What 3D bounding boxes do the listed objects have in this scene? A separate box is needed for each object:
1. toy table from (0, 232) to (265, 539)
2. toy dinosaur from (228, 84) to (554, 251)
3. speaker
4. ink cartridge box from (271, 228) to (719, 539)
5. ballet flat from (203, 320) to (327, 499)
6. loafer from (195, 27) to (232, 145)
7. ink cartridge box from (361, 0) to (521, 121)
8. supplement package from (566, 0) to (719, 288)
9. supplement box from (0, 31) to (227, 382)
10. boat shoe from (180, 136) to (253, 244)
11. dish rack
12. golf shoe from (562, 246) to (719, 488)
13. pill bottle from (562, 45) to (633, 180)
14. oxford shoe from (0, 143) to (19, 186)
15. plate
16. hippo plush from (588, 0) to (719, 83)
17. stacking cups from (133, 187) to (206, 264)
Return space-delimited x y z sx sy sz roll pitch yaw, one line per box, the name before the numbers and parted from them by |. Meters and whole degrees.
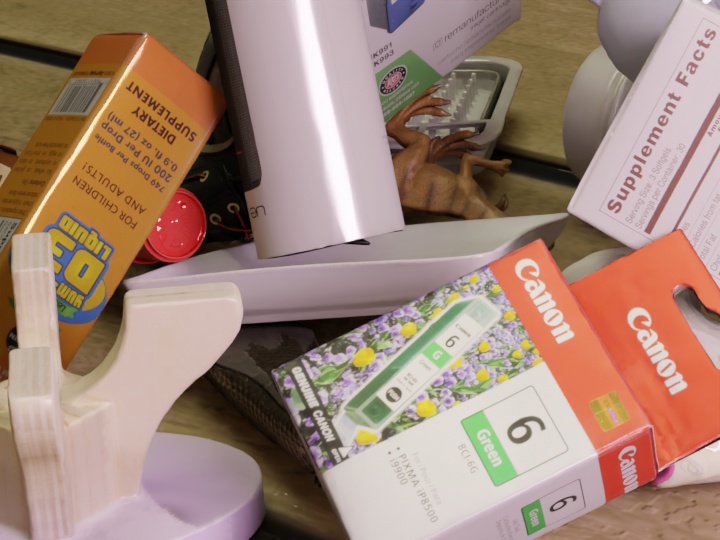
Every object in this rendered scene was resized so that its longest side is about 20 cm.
toy table | -0.145 0.070 0.901 0.198 0.118 0.184 -10 24 -17
toy dinosaur | 0.024 -0.056 1.214 0.198 0.061 0.107 10 51 22
speaker | -0.033 -0.108 1.025 0.080 0.202 0.081 -11 3 1
ink cartridge box | 0.073 0.051 0.867 0.199 0.050 0.109 -26 56 -4
ballet flat | -0.034 0.065 0.996 0.067 0.047 0.200 -13 20 -22
loafer | -0.061 -0.105 1.189 0.062 0.072 0.200 26 -16 2
ink cartridge box | 0.013 -0.200 1.167 0.145 0.201 0.087 -38 54 -24
supplement package | 0.218 -0.032 0.957 0.199 0.118 0.117 31 13 13
supplement box | -0.150 -0.023 1.029 0.069 0.066 0.201 11 68 58
boat shoe | -0.068 -0.044 1.172 0.073 0.064 0.200 29 -20 -38
dish rack | 0.020 -0.099 1.366 0.170 0.044 0.200 0 23 11
golf shoe | 0.134 0.044 0.974 0.091 0.076 0.200 -16 25 -20
pill bottle | 0.224 -0.075 1.184 0.199 0.115 0.114 16 30 38
oxford shoe | -0.243 -0.059 1.281 0.198 0.072 0.071 2 22 9
plate | 0.000 0.000 1.086 0.198 0.033 0.200 -5 6 19
hippo plush | 0.217 -0.142 1.093 0.160 0.160 0.200 -34 10 34
stacking cups | -0.145 -0.027 1.153 0.060 0.061 0.199 -16 15 -27
